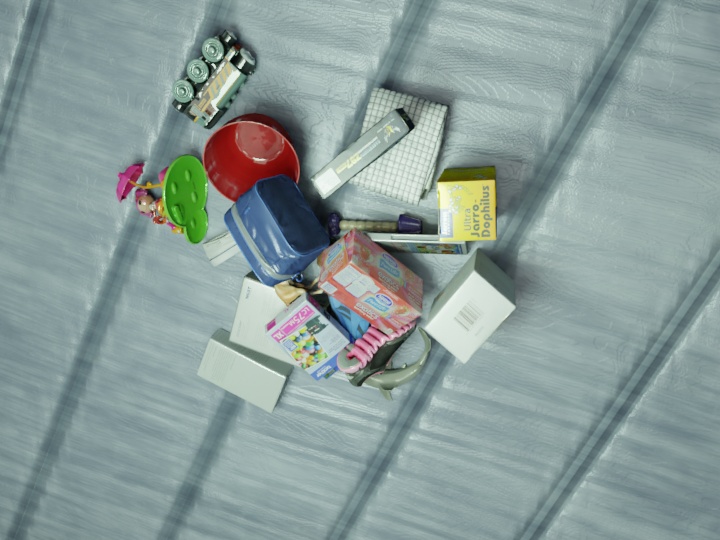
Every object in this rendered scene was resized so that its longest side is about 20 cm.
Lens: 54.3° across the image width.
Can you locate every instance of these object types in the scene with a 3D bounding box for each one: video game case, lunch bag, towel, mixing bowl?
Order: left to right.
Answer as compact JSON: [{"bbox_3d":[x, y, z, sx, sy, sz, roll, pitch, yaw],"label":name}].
[{"bbox_3d":[-0.214,-0.241,1.435,0.194,0.110,0.204,3,131,3],"label":"mixing bowl"},{"bbox_3d":[-0.166,-0.068,1.384,0.132,0.135,0.203,-36,82,33],"label":"lunch bag"},{"bbox_3d":[0.079,-0.248,1.404,0.162,0.086,0.205,16,105,5],"label":"towel"},{"bbox_3d":[0.117,-0.053,1.416,0.194,0.143,0.019,3,82,11],"label":"video game case"}]

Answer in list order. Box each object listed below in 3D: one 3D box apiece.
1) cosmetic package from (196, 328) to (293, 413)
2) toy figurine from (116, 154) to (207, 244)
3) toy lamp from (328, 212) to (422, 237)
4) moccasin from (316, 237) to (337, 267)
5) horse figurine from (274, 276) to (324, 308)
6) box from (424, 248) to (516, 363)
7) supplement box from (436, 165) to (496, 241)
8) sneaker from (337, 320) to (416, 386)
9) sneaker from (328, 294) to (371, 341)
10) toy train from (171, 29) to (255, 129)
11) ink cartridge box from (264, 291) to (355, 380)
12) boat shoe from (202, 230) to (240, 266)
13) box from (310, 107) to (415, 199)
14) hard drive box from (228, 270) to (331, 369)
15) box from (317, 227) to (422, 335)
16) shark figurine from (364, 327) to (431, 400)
[{"bbox_3d":[-0.263,0.227,1.601,0.196,0.074,0.103,27,108,2],"label":"cosmetic package"},{"bbox_3d":[-0.442,-0.160,1.530,0.180,0.151,0.204,9,131,23],"label":"toy figurine"},{"bbox_3d":[0.032,-0.090,1.466,0.194,0.058,0.060,1,105,12],"label":"toy lamp"},{"bbox_3d":[0.000,0.001,1.489,0.196,0.074,0.079,17,122,2],"label":"moccasin"},{"bbox_3d":[-0.144,0.008,1.474,0.130,0.050,0.204,-23,79,7],"label":"horse figurine"},{"bbox_3d":[0.220,0.065,1.391,0.106,0.200,0.153,39,108,1],"label":"box"},{"bbox_3d":[0.207,-0.131,1.344,0.106,0.200,0.112,-2,105,12],"label":"supplement box"},{"bbox_3d":[0.041,0.168,1.474,0.198,0.079,0.097,-34,128,-18],"label":"sneaker"},{"bbox_3d":[-0.016,0.077,1.490,0.077,0.067,0.203,-14,126,12],"label":"sneaker"},{"bbox_3d":[-0.303,-0.392,1.451,0.113,0.086,0.200,39,107,-13],"label":"toy train"},{"bbox_3d":[-0.092,0.150,1.472,0.119,0.042,0.200,-38,120,13],"label":"ink cartridge box"},{"bbox_3d":[-0.262,-0.082,1.520,0.197,0.074,0.066,-32,101,16],"label":"boat shoe"},{"bbox_3d":[0.008,-0.219,1.296,0.198,0.158,0.051,-36,97,14],"label":"box"},{"bbox_3d":[-0.174,0.108,1.548,0.195,0.077,0.159,20,107,6],"label":"hard drive box"},{"bbox_3d":[0.023,0.024,1.378,0.198,0.096,0.102,35,131,-27],"label":"box"},{"bbox_3d":[0.081,0.225,1.522,0.211,0.090,0.130,-24,100,18],"label":"shark figurine"}]
